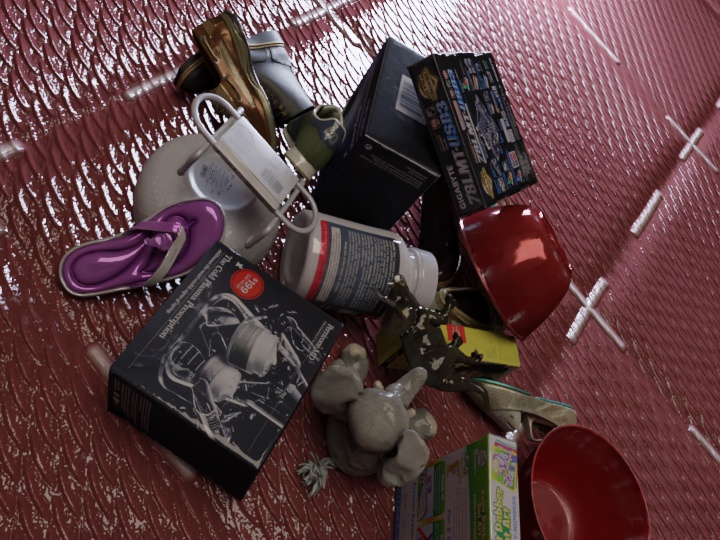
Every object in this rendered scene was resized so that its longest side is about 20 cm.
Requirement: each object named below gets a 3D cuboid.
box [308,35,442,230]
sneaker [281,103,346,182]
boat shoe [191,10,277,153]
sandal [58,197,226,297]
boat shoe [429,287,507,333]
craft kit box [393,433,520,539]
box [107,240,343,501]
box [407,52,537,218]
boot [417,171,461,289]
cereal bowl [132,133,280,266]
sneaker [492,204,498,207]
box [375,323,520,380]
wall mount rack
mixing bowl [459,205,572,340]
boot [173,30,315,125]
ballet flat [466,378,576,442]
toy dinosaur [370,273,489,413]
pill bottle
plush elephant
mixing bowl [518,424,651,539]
[{"bbox_3d":[0.027,-0.176,0.977,0.121,0.199,0.204,24,53,-15],"label":"box"},{"bbox_3d":[-0.057,-0.189,0.945,0.067,0.090,0.201,44,12,-20],"label":"sneaker"},{"bbox_3d":[-0.174,-0.243,0.936,0.072,0.075,0.206,-22,101,-17],"label":"boat shoe"},{"bbox_3d":[-0.243,-0.020,0.780,0.198,0.050,0.085,-26,98,-12],"label":"sandal"},{"bbox_3d":[0.167,0.057,1.003,0.197,0.063,0.075,9,57,-40],"label":"boat shoe"},{"bbox_3d":[0.098,0.307,0.745,0.047,0.198,0.205,17,56,-18],"label":"craft kit box"},{"bbox_3d":[-0.145,0.106,0.758,0.179,0.105,0.202,32,51,0],"label":"box"},{"bbox_3d":[0.157,-0.190,0.924,0.197,0.049,0.205,-26,96,-52],"label":"box"},{"bbox_3d":[0.108,-0.094,1.006,0.070,0.170,0.203,-2,41,16],"label":"boot"},{"bbox_3d":[-0.188,-0.094,0.878,0.195,0.083,0.206,15,58,-24],"label":"cereal bowl"},{"bbox_3d":[0.205,-0.108,1.129,0.202,0.074,0.087,52,44,5],"label":"sneaker"},{"bbox_3d":[0.122,0.112,0.951,0.194,0.075,0.052,12,57,-23],"label":"box"},{"bbox_3d":[-0.128,-0.129,0.830,0.201,0.074,0.175,48,42,-16],"label":"wall mount rack"},{"bbox_3d":[0.235,-0.015,0.984,0.201,0.106,0.203,52,21,-29],"label":"mixing bowl"},{"bbox_3d":[-0.160,-0.263,1.002,0.198,0.077,0.141,-32,90,-34],"label":"boot"},{"bbox_3d":[0.232,0.206,0.971,0.195,0.067,0.064,18,65,-21],"label":"ballet flat"},{"bbox_3d":[0.089,0.097,0.860,0.100,0.077,0.204,-25,85,-24],"label":"toy dinosaur"},{"bbox_3d":[0.000,0.000,0.912,0.195,0.120,0.123,13,57,-24],"label":"pill bottle"},{"bbox_3d":[0.019,0.170,0.802,0.165,0.155,0.199,48,50,3],"label":"plush elephant"},{"bbox_3d":[0.269,0.319,0.897,0.195,0.108,0.206,15,56,-23],"label":"mixing bowl"}]
